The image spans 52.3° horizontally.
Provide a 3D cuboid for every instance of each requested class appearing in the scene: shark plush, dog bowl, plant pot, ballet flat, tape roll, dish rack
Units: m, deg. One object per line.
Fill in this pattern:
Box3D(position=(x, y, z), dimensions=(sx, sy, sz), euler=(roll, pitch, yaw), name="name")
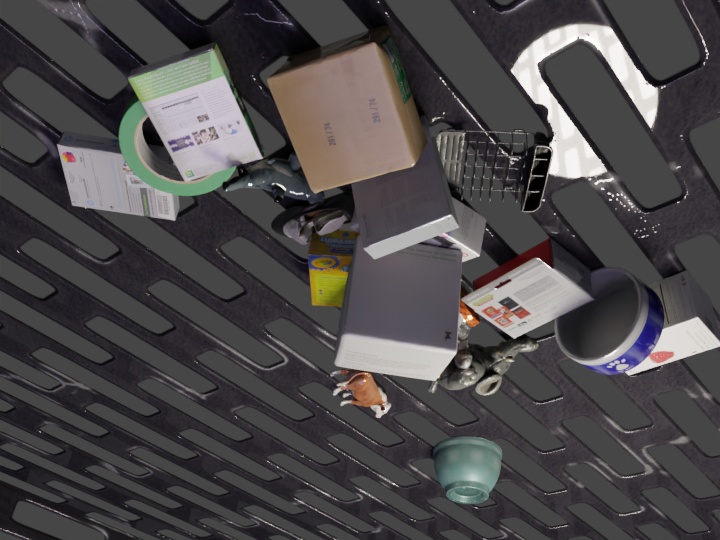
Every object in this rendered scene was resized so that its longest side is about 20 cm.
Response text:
Box3D(position=(-0.143, -0.153, 1.252), dimensions=(0.091, 0.083, 0.200), euler=(-33, 164, 29), name="shark plush")
Box3D(position=(0.482, 0.098, 1.430), dimensions=(0.079, 0.200, 0.200), euler=(29, 136, -28), name="dog bowl")
Box3D(position=(0.303, 0.578, 2.083), dimensions=(0.200, 0.134, 0.201), euler=(4, 141, 4), name="plant pot")
Box3D(position=(-0.091, -0.093, 1.384), dimensions=(0.200, 0.069, 0.068), euler=(-19, 136, 28), name="ballet flat")
Box3D(position=(-0.303, -0.222, 1.242), dimensions=(0.200, 0.048, 0.201), euler=(-2, 129, -2), name="tape roll")
Box3D(position=(0.217, -0.175, 1.254), dimensions=(0.199, 0.055, 0.154), euler=(4, 139, 4), name="dish rack")

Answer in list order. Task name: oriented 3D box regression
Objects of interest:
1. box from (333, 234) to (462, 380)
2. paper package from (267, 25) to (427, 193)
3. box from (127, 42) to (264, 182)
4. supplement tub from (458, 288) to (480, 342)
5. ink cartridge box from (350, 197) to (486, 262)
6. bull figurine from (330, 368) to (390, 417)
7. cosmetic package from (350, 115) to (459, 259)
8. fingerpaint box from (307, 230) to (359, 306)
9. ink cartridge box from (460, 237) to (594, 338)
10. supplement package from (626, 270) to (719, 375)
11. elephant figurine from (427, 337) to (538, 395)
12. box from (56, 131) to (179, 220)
Box3D(position=(0.067, 0.070, 1.320), dimensions=(0.198, 0.200, 0.171), euler=(9, 156, -3), name="box")
Box3D(position=(-0.016, -0.243, 1.124), dimensions=(0.190, 0.104, 0.200), euler=(-12, 117, 20), name="paper package")
Box3D(position=(-0.257, -0.248, 1.171), dimensions=(0.144, 0.036, 0.200), euler=(-15, 130, 8), name="box")
Box3D(position=(0.142, 0.119, 1.539), dimensions=(0.200, 0.123, 0.123), euler=(-33, 128, 15), name="supplement tub")
Box3D(position=(0.105, -0.085, 1.325), dimensions=(0.200, 0.086, 0.147), euler=(29, 151, -27), name="ink cartridge box")
Box3D(position=(0.002, 0.306, 1.850), dimensions=(0.121, 0.065, 0.200), euler=(-8, 138, 12), name="bull figurine")
Box3D(position=(0.063, -0.136, 1.191), dimensions=(0.150, 0.200, 0.052), euler=(-19, 150, 16), name="cosmetic package")
Box3D(position=(0.000, 0.000, 1.479), dimensions=(0.199, 0.073, 0.167), euler=(3, 141, 3), name="fingerpaint box")
Box3D(position=(0.326, 0.028, 1.459), dimensions=(0.175, 0.084, 0.200), euler=(33, 133, -29), name="ink cartridge box")
Box3D(position=(0.601, 0.110, 1.490), dimensions=(0.200, 0.120, 0.121), euler=(-27, 131, 35), name="supplement package")
Box3D(position=(0.279, 0.216, 1.666), dimensions=(0.200, 0.142, 0.155), euler=(7, 176, -30), name="elephant figurine")
Box3D(position=(-0.443, -0.172, 1.360), dimensions=(0.199, 0.041, 0.156), euler=(7, 139, -3), name="box")
